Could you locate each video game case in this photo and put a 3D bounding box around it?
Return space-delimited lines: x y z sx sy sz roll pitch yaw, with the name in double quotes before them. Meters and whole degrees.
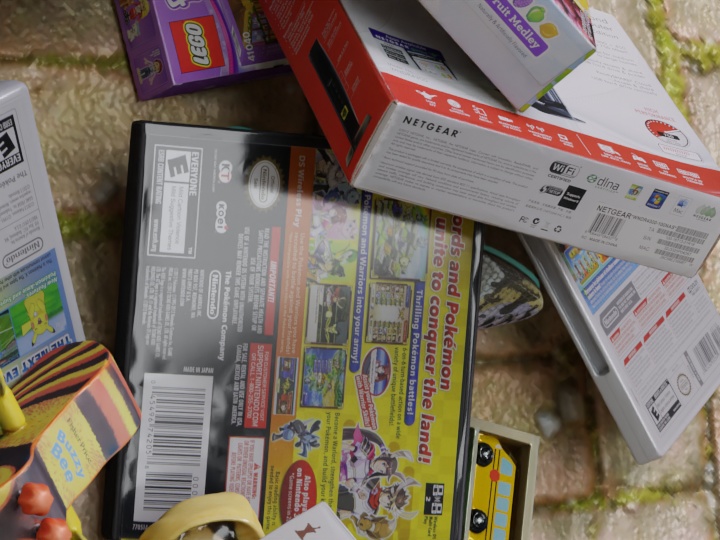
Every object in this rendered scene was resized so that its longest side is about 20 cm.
"video game case" -0.202 0.035 1.218 0.200 0.022 0.183 -33 120 -44
"video game case" 0.132 -0.012 1.470 0.201 0.018 0.143 62 32 -7
"video game case" -0.030 0.034 1.332 0.180 0.025 0.202 4 92 -20

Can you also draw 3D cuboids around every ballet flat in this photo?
"ballet flat" 0.000 0.000 1.385 0.199 0.072 0.072 26 67 -19

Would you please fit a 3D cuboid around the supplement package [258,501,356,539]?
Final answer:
"supplement package" -0.011 0.227 1.235 0.117 0.117 0.201 -30 132 -12

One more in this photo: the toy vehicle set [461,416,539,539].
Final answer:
"toy vehicle set" 0.025 0.168 1.391 0.124 0.026 0.201 16 72 -29

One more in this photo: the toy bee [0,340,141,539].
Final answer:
"toy bee" -0.147 0.100 1.185 0.131 0.108 0.201 47 53 -33

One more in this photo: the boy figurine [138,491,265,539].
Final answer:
"boy figurine" -0.116 0.181 1.255 0.200 0.064 0.125 -40 106 -17

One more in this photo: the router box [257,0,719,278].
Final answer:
"router box" 0.063 -0.086 1.341 0.199 0.049 0.180 14 30 -29

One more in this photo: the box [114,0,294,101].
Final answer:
"box" -0.072 -0.196 1.397 0.136 0.039 0.201 -12 87 -35

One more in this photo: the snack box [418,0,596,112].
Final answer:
"snack box" 0.028 -0.185 1.286 0.200 0.053 0.142 46 18 -21
